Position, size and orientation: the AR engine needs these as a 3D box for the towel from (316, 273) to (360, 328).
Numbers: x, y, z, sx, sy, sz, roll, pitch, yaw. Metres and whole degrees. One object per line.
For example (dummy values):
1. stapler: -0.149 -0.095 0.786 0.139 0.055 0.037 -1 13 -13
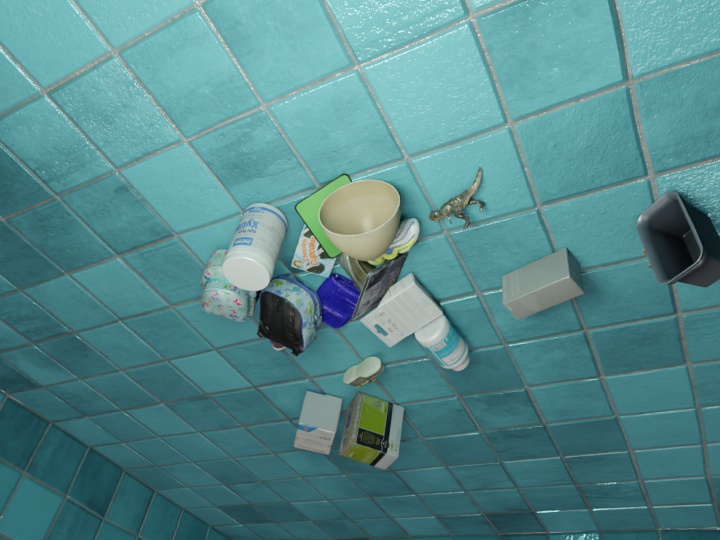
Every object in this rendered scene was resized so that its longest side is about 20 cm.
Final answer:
1. towel: -0.072 0.099 1.783 0.146 0.050 0.200 26 136 -16

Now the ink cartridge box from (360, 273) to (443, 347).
1. ink cartridge box: 0.118 0.119 1.721 0.198 0.058 0.162 -32 126 21

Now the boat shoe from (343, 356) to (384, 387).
1. boat shoe: 0.021 0.351 2.022 0.060 0.073 0.201 32 141 -24

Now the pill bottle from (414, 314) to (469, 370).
1. pill bottle: 0.256 0.223 1.797 0.109 0.112 0.200 -19 130 30

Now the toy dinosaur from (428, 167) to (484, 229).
1. toy dinosaur: 0.250 -0.157 1.439 0.088 0.048 0.200 36 130 -16

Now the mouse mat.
1. mouse mat: -0.057 -0.135 1.509 0.159 0.008 0.201 -31 126 5

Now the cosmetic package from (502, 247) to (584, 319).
1. cosmetic package: 0.475 0.036 1.550 0.198 0.108 0.090 -24 127 36

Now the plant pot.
1. plant pot: 0.009 -0.103 1.429 0.196 0.202 0.136 -2 135 15

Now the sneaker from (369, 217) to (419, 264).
1. sneaker: 0.061 -0.075 1.522 0.104 0.077 0.200 9 146 -37

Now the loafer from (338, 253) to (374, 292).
1. loafer: 0.000 0.000 1.651 0.069 0.075 0.201 -39 138 -8

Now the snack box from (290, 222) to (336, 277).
1. snack box: -0.114 -0.069 1.619 0.114 0.038 0.201 17 137 -7

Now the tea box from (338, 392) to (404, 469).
1. tea box: 0.041 0.590 2.177 0.194 0.202 0.134 21 138 -9

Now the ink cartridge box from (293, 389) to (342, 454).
1. ink cartridge box: -0.164 0.582 2.256 0.144 0.146 0.202 14 138 -2

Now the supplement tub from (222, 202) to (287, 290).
1. supplement tub: -0.271 -0.064 1.538 0.129 0.202 0.133 6 138 6

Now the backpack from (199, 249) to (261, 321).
1. backpack: -0.378 0.041 1.726 0.174 0.152 0.202 16 133 -3

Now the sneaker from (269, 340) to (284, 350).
1. sneaker: -0.242 0.194 1.909 0.198 0.076 0.116 -22 125 33

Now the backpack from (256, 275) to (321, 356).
1. backpack: -0.207 0.116 1.741 0.181 0.147 0.202 23 135 20

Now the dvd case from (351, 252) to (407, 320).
1. dvd case: 0.053 0.045 1.640 0.016 0.148 0.202 44 142 20

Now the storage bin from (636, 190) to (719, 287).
1. storage bin: 0.734 -0.052 1.338 0.132 0.203 0.146 16 139 -19
